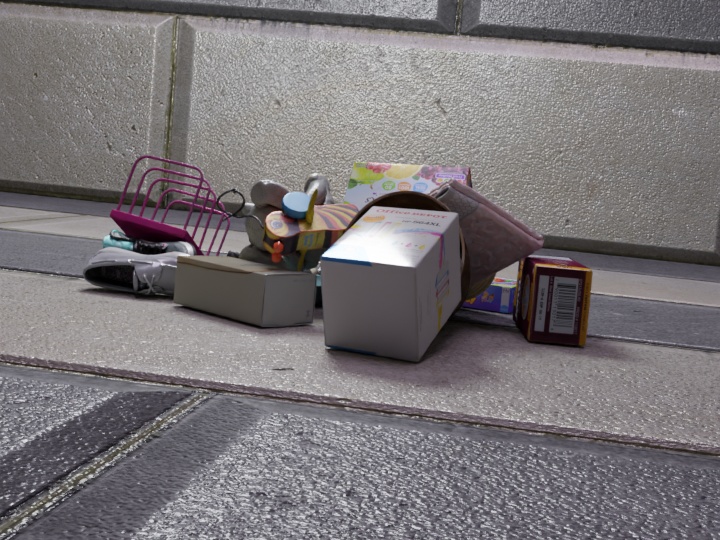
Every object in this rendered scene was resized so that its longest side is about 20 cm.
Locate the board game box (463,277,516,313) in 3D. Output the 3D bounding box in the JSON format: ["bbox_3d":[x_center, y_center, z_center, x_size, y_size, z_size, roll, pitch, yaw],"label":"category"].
[{"bbox_3d":[0.189,0.034,1.903,0.197,0.046,0.134,8,6,21],"label":"board game box"}]

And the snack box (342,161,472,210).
[{"bbox_3d":[0.073,-0.104,1.732,0.197,0.144,0.053,3,-35,15],"label":"snack box"}]

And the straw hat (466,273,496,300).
[{"bbox_3d":[0.126,-0.013,1.774,0.198,0.204,0.085,8,27,25],"label":"straw hat"}]

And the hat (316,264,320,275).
[{"bbox_3d":[0.001,-0.035,1.942,0.197,0.082,0.201,-11,27,6],"label":"hat"}]

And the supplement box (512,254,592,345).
[{"bbox_3d":[0.285,0.040,1.608,0.084,0.112,0.200,6,5,1],"label":"supplement box"}]

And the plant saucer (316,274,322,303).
[{"bbox_3d":[-0.131,0.027,1.727,0.196,0.037,0.200,6,6,-1],"label":"plant saucer"}]

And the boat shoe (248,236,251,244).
[{"bbox_3d":[-0.130,-0.049,1.885,0.073,0.077,0.200,19,12,-31],"label":"boat shoe"}]

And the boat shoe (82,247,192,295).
[{"bbox_3d":[-0.325,0.007,1.619,0.197,0.073,0.069,13,29,11],"label":"boat shoe"}]

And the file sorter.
[{"bbox_3d":[-0.318,-0.094,1.848,0.137,0.127,0.200,15,-17,12],"label":"file sorter"}]

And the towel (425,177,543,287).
[{"bbox_3d":[0.146,-0.047,1.628,0.190,0.033,0.199,31,-36,-24],"label":"towel"}]

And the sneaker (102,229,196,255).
[{"bbox_3d":[-0.358,-0.022,1.736,0.119,0.085,0.198,7,-4,-39],"label":"sneaker"}]

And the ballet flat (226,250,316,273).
[{"bbox_3d":[-0.155,-0.005,1.909,0.198,0.058,0.066,0,9,-43],"label":"ballet flat"}]

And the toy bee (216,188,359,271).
[{"bbox_3d":[-0.096,-0.049,1.513,0.197,0.132,0.110,-12,42,3],"label":"toy bee"}]

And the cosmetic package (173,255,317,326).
[{"bbox_3d":[-0.166,0.027,1.518,0.198,0.074,0.103,9,6,42],"label":"cosmetic package"}]

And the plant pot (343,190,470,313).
[{"bbox_3d":[0.087,0.004,1.555,0.184,0.190,0.200,8,-10,22],"label":"plant pot"}]

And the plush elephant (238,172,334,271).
[{"bbox_3d":[-0.118,-0.067,1.643,0.153,0.167,0.200,16,13,-24],"label":"plush elephant"}]

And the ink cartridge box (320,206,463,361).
[{"bbox_3d":[0.046,0.006,1.356,0.126,0.127,0.200,6,27,21],"label":"ink cartridge box"}]
